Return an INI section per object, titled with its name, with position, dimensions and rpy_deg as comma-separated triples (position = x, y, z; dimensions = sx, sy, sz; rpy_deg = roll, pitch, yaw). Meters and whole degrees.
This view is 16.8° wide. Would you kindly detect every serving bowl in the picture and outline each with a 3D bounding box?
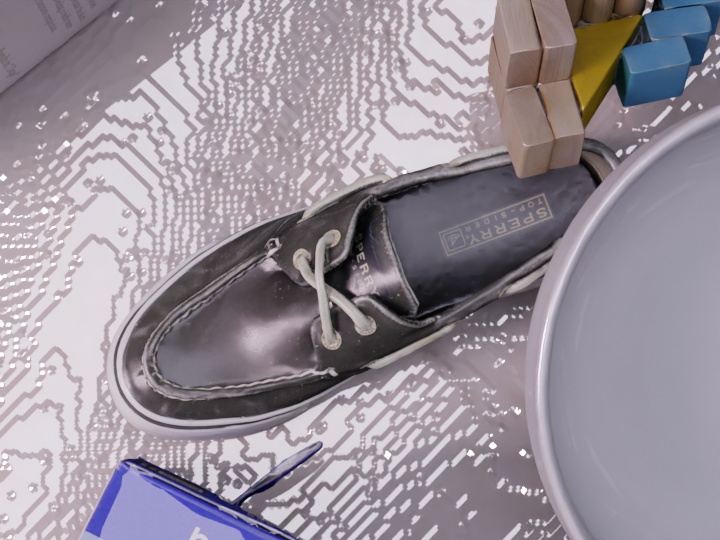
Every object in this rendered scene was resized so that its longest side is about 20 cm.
[serving bowl]
position = 0.145, 0.033, 0.855
dimensions = 0.200, 0.066, 0.200
rpy_deg = -2, 98, -16

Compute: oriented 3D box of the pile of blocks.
[pile of blocks]
position = 0.108, -0.121, 0.857
dimensions = 0.082, 0.062, 0.200
rpy_deg = 23, 65, 10

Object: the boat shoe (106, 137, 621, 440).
[boat shoe]
position = 0.000, 0.000, 0.870
dimensions = 0.200, 0.064, 0.071
rpy_deg = -25, 84, -3

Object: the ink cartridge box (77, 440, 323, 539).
[ink cartridge box]
position = -0.076, 0.139, 0.817
dimensions = 0.076, 0.136, 0.200
rpy_deg = 25, 84, 0

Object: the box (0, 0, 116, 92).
[box]
position = -0.158, -0.121, 0.837
dimensions = 0.200, 0.152, 0.106
rpy_deg = -39, 85, -5
